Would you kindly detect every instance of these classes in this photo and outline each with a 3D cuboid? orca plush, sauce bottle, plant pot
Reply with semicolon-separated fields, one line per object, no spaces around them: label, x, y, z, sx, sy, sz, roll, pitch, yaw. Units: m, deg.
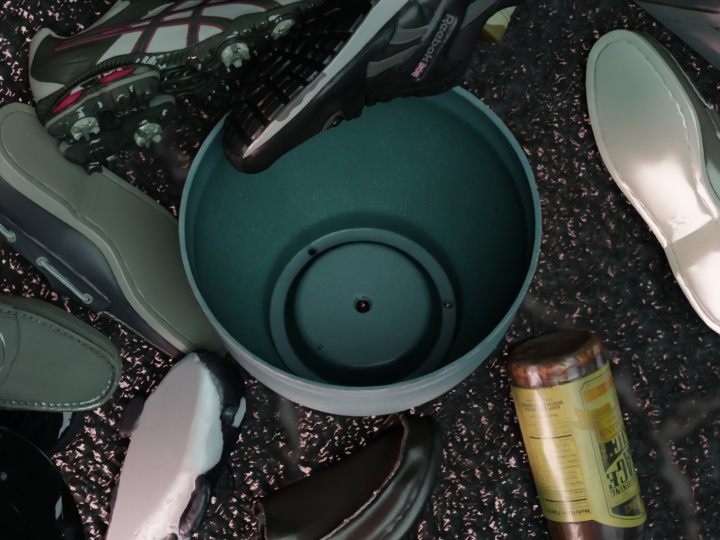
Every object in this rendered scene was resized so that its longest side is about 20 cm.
orca plush;-0.100;0.141;1.420;0.071;0.105;0.201;7;100;-36
sauce bottle;0.142;0.139;1.484;0.066;0.066;0.201;-18;105;-9
plant pot;0.000;0.000;1.369;0.199;0.134;0.201;0;65;0

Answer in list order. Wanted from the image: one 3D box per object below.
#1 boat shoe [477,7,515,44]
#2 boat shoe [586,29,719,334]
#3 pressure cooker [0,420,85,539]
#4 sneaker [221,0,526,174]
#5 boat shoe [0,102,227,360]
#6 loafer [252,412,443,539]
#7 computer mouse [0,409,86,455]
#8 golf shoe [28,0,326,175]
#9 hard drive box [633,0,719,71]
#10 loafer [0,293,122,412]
boat shoe;0.013;-0.209;1.357;0.200;0.074;0.067;36;80;-20
boat shoe;0.204;-0.059;1.465;0.060;0.072;0.202;-30;94;-48
pressure cooker;-0.269;0.167;1.329;0.178;0.199;0.177;-18;98;-44
sneaker;0.015;-0.114;1.307;0.200;0.076;0.088;-45;116;4
boat shoe;-0.157;-0.014;1.401;0.063;0.073;0.200;-28;117;37
loafer;-0.029;0.157;1.440;0.071;0.073;0.200;42;89;-18
computer mouse;-0.245;0.021;1.386;0.199;0.046;0.141;17;94;-8
golf shoe;-0.094;-0.133;1.365;0.199;0.077;0.088;-20;59;-9
hard drive box;0.278;-0.128;1.421;0.200;0.156;0.077;36;90;-17
loafer;-0.222;0.044;1.316;0.199;0.070;0.070;12;102;-25
